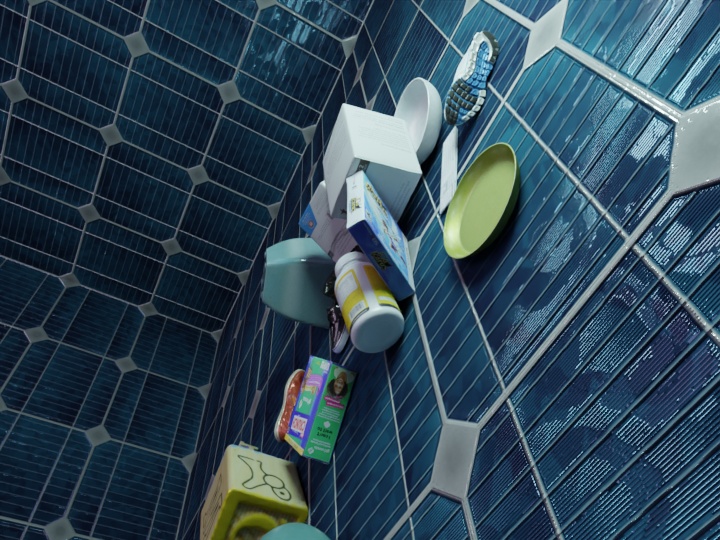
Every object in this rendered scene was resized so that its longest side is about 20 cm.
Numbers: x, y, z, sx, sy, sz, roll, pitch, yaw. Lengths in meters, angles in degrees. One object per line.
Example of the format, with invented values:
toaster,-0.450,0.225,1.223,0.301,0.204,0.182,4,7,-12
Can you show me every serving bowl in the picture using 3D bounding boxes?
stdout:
serving bowl,0.137,-0.333,1.311,0.199,0.064,0.208,-172,90,-69

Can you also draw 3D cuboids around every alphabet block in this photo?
alphabet block,-0.246,0.550,1.283,0.202,0.190,0.200,-68,17,4

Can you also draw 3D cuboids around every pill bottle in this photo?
pill bottle,0.009,0.057,1.141,0.114,0.109,0.203,-58,34,28

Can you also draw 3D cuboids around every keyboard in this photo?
keyboard,0.180,-0.208,1.159,0.056,0.010,0.205,-47,27,50

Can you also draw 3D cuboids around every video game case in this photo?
video game case,0.040,-0.072,1.133,0.044,0.202,0.184,-26,34,16

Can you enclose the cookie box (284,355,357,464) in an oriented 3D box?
cookie box,-0.093,0.309,1.282,0.170,0.073,0.206,-10,61,69

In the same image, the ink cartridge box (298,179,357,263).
ink cartridge box,-0.035,-0.105,1.368,0.083,0.200,0.146,-35,-13,-50

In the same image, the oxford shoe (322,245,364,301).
oxford shoe,0.000,0.000,1.304,0.200,0.083,0.074,-46,22,30

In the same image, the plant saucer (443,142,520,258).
plant saucer,0.205,-0.111,0.943,0.202,0.030,0.203,-57,20,34

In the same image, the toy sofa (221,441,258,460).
toy sofa,-0.373,0.625,1.725,0.084,0.095,0.201,-61,18,21

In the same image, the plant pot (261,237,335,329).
plant pot,-0.177,0.023,1.582,0.197,0.193,0.202,-113,31,-66

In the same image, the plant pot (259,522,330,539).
plant pot,-0.109,0.516,0.926,0.161,0.195,0.207,166,125,-83

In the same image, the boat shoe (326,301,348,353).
boat shoe,-0.054,0.102,1.415,0.070,0.065,0.206,-34,39,60

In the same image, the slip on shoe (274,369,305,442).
slip on shoe,-0.171,0.356,1.499,0.059,0.075,0.204,-11,44,27

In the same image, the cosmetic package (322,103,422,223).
cosmetic package,0.019,-0.232,1.269,0.167,0.160,0.204,117,152,-42

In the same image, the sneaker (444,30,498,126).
sneaker,0.219,-0.381,1.162,0.205,0.073,0.087,-64,10,-11
